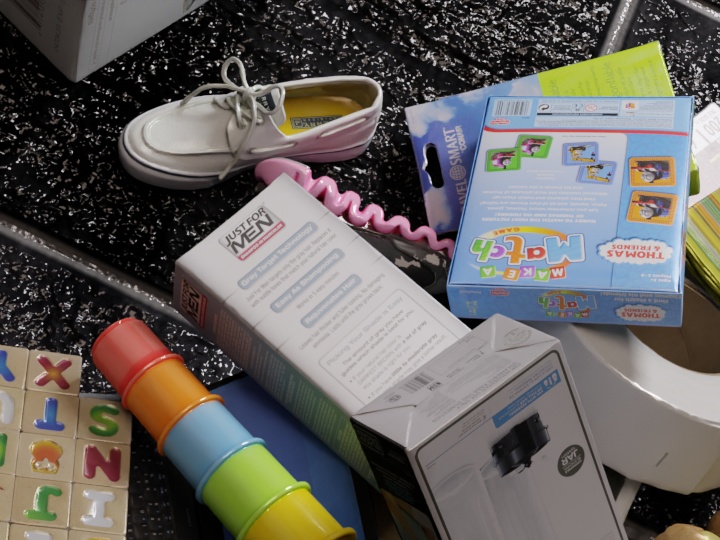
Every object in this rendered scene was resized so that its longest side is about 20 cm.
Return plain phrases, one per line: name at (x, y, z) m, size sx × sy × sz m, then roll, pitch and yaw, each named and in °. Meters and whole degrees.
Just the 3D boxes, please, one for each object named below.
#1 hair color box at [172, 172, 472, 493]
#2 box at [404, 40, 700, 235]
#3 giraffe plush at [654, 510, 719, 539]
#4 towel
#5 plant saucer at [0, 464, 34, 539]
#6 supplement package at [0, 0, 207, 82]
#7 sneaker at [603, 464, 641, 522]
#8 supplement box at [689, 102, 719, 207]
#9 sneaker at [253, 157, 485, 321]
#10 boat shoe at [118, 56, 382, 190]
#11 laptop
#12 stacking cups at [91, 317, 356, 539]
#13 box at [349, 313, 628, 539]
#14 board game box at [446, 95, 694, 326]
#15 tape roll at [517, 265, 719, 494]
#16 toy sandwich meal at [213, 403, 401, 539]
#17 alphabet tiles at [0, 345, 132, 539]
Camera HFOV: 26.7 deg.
hair color box at (-0.013, 0.042, 0.949) m, size 0.200 × 0.061 × 0.099 m, roll 41°, pitch 62°, yaw 14°
box at (0.143, -0.091, 1.149) m, size 0.200 × 0.048 × 0.122 m, roll -14°, pitch 62°, yaw 7°
giraffe plush at (0.271, 0.213, 0.997) m, size 0.200 × 0.173 × 0.162 m, roll 37°, pitch 48°, yaw 1°
towel at (0.306, -0.035, 1.138) m, size 0.200 × 0.018 × 0.086 m, roll -30°, pitch 78°, yaw -39°
plant saucer at (-0.270, 0.175, 0.876) m, size 0.200 × 0.050 × 0.200 m, roll -3°, pitch 61°, yaw 6°
supplement package at (-0.173, -0.257, 1.147) m, size 0.117 × 0.117 × 0.200 m, roll 45°, pitch 60°, yaw 11°
sneaker at (0.124, 0.165, 1.026) m, size 0.099 × 0.071 × 0.200 m, roll 28°, pitch 52°, yaw 3°
supplement box at (0.300, -0.024, 1.185) m, size 0.109 × 0.061 × 0.200 m, roll -35°, pitch 76°, yaw -30°
sneaker at (0.000, 0.000, 1.089) m, size 0.200 × 0.079 × 0.095 m, roll 26°, pitch 79°, yaw 0°
boat shoe at (-0.075, -0.113, 1.111) m, size 0.202 × 0.086 × 0.075 m, roll -7°, pitch 64°, yaw -20°
laptop at (-0.108, 0.134, 0.930) m, size 0.200 × 0.103 × 0.177 m, roll 6°, pitch 55°, yaw -30°
stacking cups at (-0.088, 0.105, 0.907) m, size 0.061 × 0.061 × 0.200 m, roll -32°, pitch 67°, yaw -29°
box at (0.085, 0.141, 0.882) m, size 0.117 × 0.060 × 0.200 m, roll -33°, pitch 119°, yaw -22°
board game box at (0.149, -0.046, 1.044) m, size 0.151 × 0.037 × 0.200 m, roll 2°, pitch 44°, yaw 14°
tape roll at (0.206, 0.058, 1.066) m, size 0.202 × 0.071 × 0.202 m, roll 19°, pitch 37°, yaw -14°
toy sandwich meal at (0.003, 0.160, 0.987) m, size 0.205 × 0.070 × 0.205 m, roll -6°, pitch 66°, yaw 13°
alphabet tiles at (-0.217, 0.118, 0.882) m, size 0.166 × 0.006 × 0.200 m, roll 10°, pitch 44°, yaw -14°
